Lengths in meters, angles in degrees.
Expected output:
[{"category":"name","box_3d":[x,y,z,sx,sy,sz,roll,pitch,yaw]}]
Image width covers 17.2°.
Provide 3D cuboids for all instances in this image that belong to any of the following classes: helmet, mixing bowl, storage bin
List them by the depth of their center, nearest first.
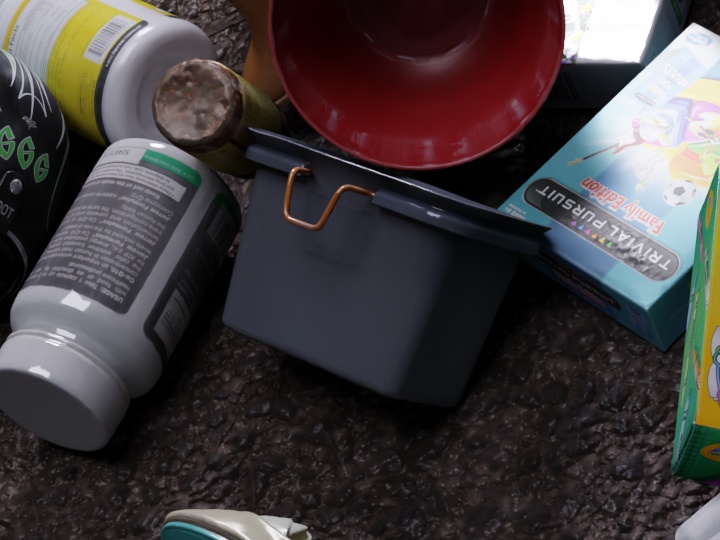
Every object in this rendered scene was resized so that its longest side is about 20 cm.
[{"category":"storage bin","box_3d":[0.000,0.000,1.546,0.200,0.145,0.135,20,94,37]},{"category":"mixing bowl","box_3d":[0.039,-0.180,1.625,0.199,0.201,0.108,-20,19,9]},{"category":"helmet","box_3d":[-0.309,-0.080,1.741,0.199,0.200,0.191,-11,53,17]}]

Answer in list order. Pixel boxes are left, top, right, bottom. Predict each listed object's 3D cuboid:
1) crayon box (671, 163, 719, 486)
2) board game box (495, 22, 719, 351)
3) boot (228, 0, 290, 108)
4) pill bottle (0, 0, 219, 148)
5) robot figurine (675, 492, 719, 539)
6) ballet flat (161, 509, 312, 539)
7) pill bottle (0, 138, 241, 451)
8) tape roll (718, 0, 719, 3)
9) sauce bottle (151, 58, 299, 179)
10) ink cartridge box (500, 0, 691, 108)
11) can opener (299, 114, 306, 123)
[{"category":"crayon box","box_3d":[0.257,0.039,1.420,0.118,0.058,0.201,12,54,0]},{"category":"board game box","box_3d":[0.210,-0.059,1.569,0.200,0.047,0.151,-43,47,-14]},{"category":"boot","box_3d":[-0.085,-0.205,1.673,0.200,0.155,0.077,-59,40,34]},{"category":"pill bottle","box_3d":[-0.209,-0.163,1.816,0.200,0.112,0.112,26,66,39]},{"category":"robot figurine","box_3d":[0.242,0.180,1.298,0.200,0.113,0.170,-33,55,-4]},{"category":"ballet flat","box_3d":[-0.038,0.192,1.469,0.200,0.070,0.070,27,67,38]},{"category":"pill bottle","box_3d":[-0.171,0.017,1.642,0.113,0.113,0.200,8,55,31]},{"category":"tape roll","box_3d":[0.266,-0.230,1.582,0.065,0.200,0.200,-29,45,0]},{"category":"sauce bottle","box_3d":[-0.087,-0.097,1.646,0.066,0.200,0.066,-2,81,12]},{"category":"ink cartridge box","box_3d":[0.181,-0.206,1.707,0.109,0.050,0.201,1,53,28]},{"category":"can opener","box_3d":[0.038,-0.167,1.737,0.199,0.053,0.067,-24,77,19]}]
